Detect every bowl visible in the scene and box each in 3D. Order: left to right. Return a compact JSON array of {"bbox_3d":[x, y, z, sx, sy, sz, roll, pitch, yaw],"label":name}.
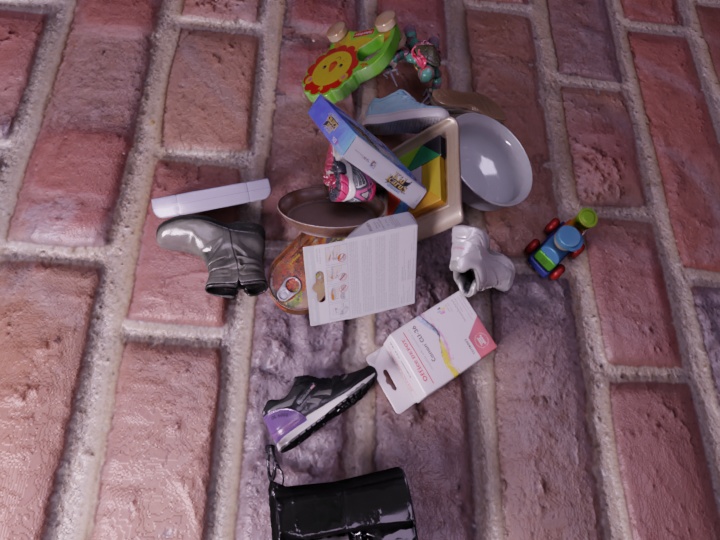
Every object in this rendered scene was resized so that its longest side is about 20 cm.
[{"bbox_3d":[0.231,-0.194,1.016,0.194,0.090,0.208,10,62,-20],"label":"bowl"}]

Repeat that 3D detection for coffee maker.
[{"bbox_3d":[-0.027,0.339,0.736,0.193,0.134,0.200,-3,82,-18],"label":"coffee maker"}]

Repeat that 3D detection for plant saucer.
[{"bbox_3d":[-0.051,-0.104,0.927,0.192,0.033,0.202,1,28,-1],"label":"plant saucer"}]

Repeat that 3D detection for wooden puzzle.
[{"bbox_3d":[0.105,-0.158,0.953,0.037,0.182,0.207,18,63,-40],"label":"wooden puzzle"}]

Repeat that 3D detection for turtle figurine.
[{"bbox_3d":[0.127,-0.432,1.093,0.148,0.100,0.205,32,44,-28],"label":"turtle figurine"}]

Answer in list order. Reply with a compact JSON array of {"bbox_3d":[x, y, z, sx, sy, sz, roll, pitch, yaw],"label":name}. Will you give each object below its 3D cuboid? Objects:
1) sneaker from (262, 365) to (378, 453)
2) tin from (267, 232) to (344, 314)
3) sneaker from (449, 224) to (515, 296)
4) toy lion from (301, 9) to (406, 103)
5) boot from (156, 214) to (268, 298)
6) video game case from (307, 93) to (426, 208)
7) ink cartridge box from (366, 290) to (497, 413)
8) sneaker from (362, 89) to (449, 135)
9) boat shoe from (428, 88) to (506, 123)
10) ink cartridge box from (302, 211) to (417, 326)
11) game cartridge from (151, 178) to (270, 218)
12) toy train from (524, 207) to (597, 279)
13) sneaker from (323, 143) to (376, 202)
[{"bbox_3d":[-0.065,0.194,0.835,0.196,0.076,0.089,-30,69,-19],"label":"sneaker"},{"bbox_3d":[-0.081,-0.009,0.932,0.111,0.042,0.200,38,67,12],"label":"tin"},{"bbox_3d":[0.205,0.004,0.917,0.198,0.076,0.102,33,74,-42],"label":"sneaker"},{"bbox_3d":[-0.023,-0.417,1.051,0.194,0.069,0.197,4,63,34],"label":"toy lion"},{"bbox_3d":[-0.251,-0.021,0.878,0.192,0.069,0.134,2,53,-10],"label":"boot"},{"bbox_3d":[0.010,-0.213,0.922,0.178,0.046,0.202,27,20,-38],"label":"video game case"},{"bbox_3d":[0.118,0.139,0.886,0.196,0.068,0.118,-29,75,-19],"label":"ink cartridge box"},{"bbox_3d":[0.087,-0.315,1.009,0.195,0.073,0.085,10,85,36],"label":"sneaker"},{"bbox_3d":[0.220,-0.330,1.096,0.194,0.065,0.074,-1,57,-30],"label":"boat shoe"},{"bbox_3d":[0.000,0.000,0.877,0.193,0.165,0.048,-11,36,-13],"label":"ink cartridge box"},{"bbox_3d":[-0.254,-0.126,0.903,0.193,0.133,0.043,-13,106,-13],"label":"game cartridge"},{"bbox_3d":[0.412,-0.083,0.997,0.199,0.116,0.085,-41,78,-21],"label":"toy train"},{"bbox_3d":[-0.026,-0.177,0.960,0.072,0.083,0.203,6,34,-16],"label":"sneaker"}]
